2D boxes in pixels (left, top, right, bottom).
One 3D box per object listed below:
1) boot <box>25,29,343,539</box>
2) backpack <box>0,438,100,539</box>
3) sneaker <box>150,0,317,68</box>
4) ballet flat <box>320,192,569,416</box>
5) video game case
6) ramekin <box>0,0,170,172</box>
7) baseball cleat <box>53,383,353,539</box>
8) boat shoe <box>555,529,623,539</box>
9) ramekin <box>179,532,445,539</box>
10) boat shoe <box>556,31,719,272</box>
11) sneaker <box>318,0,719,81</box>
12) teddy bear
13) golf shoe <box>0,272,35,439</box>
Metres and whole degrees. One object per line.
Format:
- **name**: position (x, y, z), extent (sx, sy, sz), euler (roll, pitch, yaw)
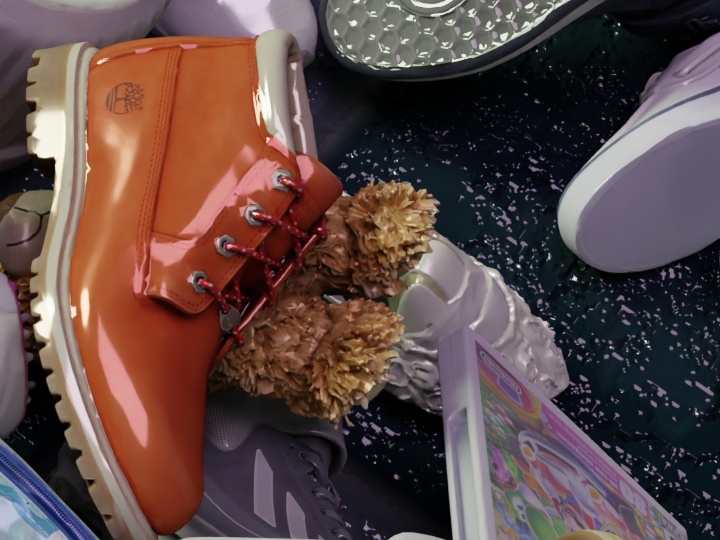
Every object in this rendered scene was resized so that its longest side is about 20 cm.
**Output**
- **boot**: position (-0.057, 0.000, 0.815), extent (0.107, 0.075, 0.200), euler (-8, 63, 6)
- **backpack**: position (-0.157, 0.130, 0.761), extent (0.183, 0.200, 0.147), euler (43, 59, 11)
- **sneaker**: position (-0.081, -0.171, 1.031), extent (0.070, 0.080, 0.200), euler (-25, 71, -29)
- **ballet flat**: position (0.000, 0.000, 0.963), extent (0.200, 0.072, 0.072), euler (28, 57, 0)
- **video game case**: position (0.084, 0.122, 0.855), extent (0.143, 0.018, 0.200), euler (43, 23, -24)
- **ramekin**: position (-0.162, -0.147, 0.933), extent (0.200, 0.105, 0.200), euler (24, 51, -34)
- **baseball cleat**: position (-0.022, 0.095, 0.871), extent (0.200, 0.070, 0.106), euler (33, 53, 28)
- **boat shoe**: position (0.070, 0.164, 0.727), extent (0.064, 0.200, 0.071), euler (1, 32, -19)
- **ramekin**: position (-0.035, 0.170, 0.689), extent (0.094, 0.202, 0.203), euler (11, 57, 9)
- **boat shoe**: position (0.160, -0.067, 1.055), extent (0.200, 0.074, 0.065), euler (-29, 40, -22)
- **sneaker**: position (0.091, -0.128, 1.054), extent (0.202, 0.146, 0.077), euler (-20, 80, 13)
- **teddy bear**: position (-0.067, 0.001, 0.884), extent (0.200, 0.067, 0.145), euler (22, 78, 30)
- **golf shoe**: position (-0.176, -0.024, 0.825), extent (0.091, 0.075, 0.200), euler (-18, 106, -30)
